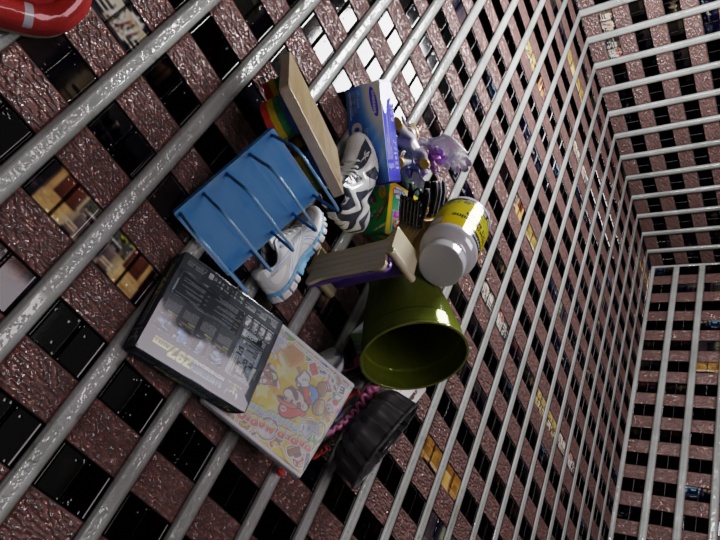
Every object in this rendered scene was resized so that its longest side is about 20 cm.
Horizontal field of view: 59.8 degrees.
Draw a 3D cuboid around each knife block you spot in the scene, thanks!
[{"bbox_3d":[0.138,-0.089,1.322,0.176,0.064,0.200,-52,138,-12],"label":"knife block"}]

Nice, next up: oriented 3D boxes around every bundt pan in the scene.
[{"bbox_3d":[0.023,0.308,1.186,0.202,0.075,0.203,-47,163,-20],"label":"bundt pan"}]

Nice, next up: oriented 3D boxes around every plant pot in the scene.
[{"bbox_3d":[0.088,0.086,1.180,0.201,0.198,0.195,47,26,-40],"label":"plant pot"}]

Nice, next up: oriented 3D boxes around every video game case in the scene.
[{"bbox_3d":[-0.128,0.197,1.012,0.199,0.023,0.183,41,57,-10],"label":"video game case"}]

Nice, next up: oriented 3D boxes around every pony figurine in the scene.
[{"bbox_3d":[0.128,-0.256,1.377,0.194,0.166,0.200,54,21,-2],"label":"pony figurine"}]

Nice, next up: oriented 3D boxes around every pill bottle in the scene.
[{"bbox_3d":[0.177,-0.054,1.194,0.200,0.111,0.114,-53,128,-54],"label":"pill bottle"}]

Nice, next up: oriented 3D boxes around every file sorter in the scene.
[{"bbox_3d":[-0.150,-0.087,0.942,0.200,0.122,0.139,-42,126,-9],"label":"file sorter"}]

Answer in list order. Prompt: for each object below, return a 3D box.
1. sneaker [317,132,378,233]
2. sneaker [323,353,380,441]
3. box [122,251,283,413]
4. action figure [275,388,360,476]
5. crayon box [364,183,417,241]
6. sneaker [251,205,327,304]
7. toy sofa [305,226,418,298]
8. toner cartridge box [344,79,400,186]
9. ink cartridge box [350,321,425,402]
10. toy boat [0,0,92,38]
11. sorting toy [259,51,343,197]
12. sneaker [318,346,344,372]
[{"bbox_3d":[-0.032,-0.182,1.212,0.129,0.078,0.203,15,85,-60],"label":"sneaker"},{"bbox_3d":[-0.034,0.237,1.195,0.095,0.079,0.200,44,56,6],"label":"sneaker"},{"bbox_3d":[-0.225,0.095,0.927,0.199,0.051,0.160,39,55,-29],"label":"box"},{"bbox_3d":[-0.074,0.272,1.076,0.065,0.099,0.201,42,73,-7],"label":"action figure"},{"bbox_3d":[0.092,-0.107,1.389,0.199,0.058,0.121,24,67,-49],"label":"crayon box"},{"bbox_3d":[-0.125,-0.047,1.087,0.087,0.074,0.202,46,52,-33],"label":"sneaker"},{"bbox_3d":[0.000,0.000,1.140,0.083,0.197,0.099,50,43,-35],"label":"toy sofa"},{"bbox_3d":[0.025,-0.277,1.285,0.043,0.094,0.204,-10,94,-50],"label":"toner cartridge box"},{"bbox_3d":[0.062,0.193,1.313,0.117,0.067,0.203,-37,114,-47],"label":"ink cartridge box"},{"bbox_3d":[-0.394,-0.349,0.703,0.199,0.129,0.133,-3,90,-53],"label":"toy boat"},{"bbox_3d":[-0.105,-0.241,1.068,0.201,0.069,0.200,-98,164,-57],"label":"sorting toy"},{"bbox_3d":[-0.103,0.171,1.090,0.199,0.076,0.087,-30,104,-47],"label":"sneaker"}]
